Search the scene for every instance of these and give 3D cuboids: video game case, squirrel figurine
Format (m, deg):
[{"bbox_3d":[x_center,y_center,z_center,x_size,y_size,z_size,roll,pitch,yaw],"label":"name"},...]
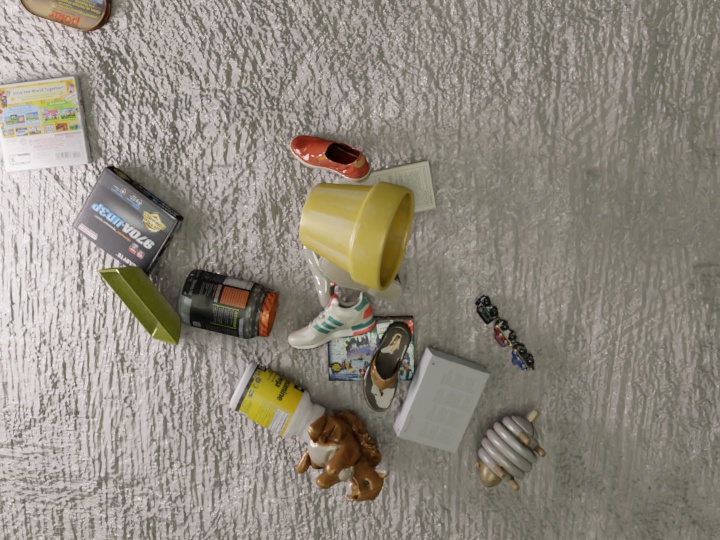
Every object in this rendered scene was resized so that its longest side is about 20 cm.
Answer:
[{"bbox_3d":[-0.697,-0.318,1.492,0.194,0.023,0.188,-5,100,6],"label":"video game case"},{"bbox_3d":[-0.015,0.405,1.481,0.184,0.199,0.144,32,118,20],"label":"squirrel figurine"}]

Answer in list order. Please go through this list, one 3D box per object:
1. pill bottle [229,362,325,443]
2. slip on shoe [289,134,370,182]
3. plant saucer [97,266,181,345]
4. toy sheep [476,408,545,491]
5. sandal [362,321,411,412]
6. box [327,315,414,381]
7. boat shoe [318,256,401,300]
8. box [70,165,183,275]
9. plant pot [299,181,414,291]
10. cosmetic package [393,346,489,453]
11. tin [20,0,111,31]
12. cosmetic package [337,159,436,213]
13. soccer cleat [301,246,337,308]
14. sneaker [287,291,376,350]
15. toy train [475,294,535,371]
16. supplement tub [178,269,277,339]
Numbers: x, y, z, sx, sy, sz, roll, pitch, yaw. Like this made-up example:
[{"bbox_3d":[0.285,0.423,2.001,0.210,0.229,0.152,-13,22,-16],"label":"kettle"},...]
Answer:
[{"bbox_3d":[-0.182,0.299,1.519,0.197,0.113,0.114,28,101,-2],"label":"pill bottle"},{"bbox_3d":[-0.066,-0.244,1.410,0.197,0.062,0.075,26,66,27],"label":"slip on shoe"},{"bbox_3d":[-0.464,0.063,1.463,0.048,0.198,0.202,-43,111,-24],"label":"plant saucer"},{"bbox_3d":[0.331,0.389,1.490,0.138,0.138,0.201,42,90,-4],"label":"toy sheep"},{"bbox_3d":[0.059,0.212,1.474,0.080,0.055,0.204,23,101,0],"label":"sandal"},{"bbox_3d":[0.023,0.174,1.519,0.194,0.040,0.141,-2,99,4],"label":"box"},{"bbox_3d":[0.000,0.000,1.452,0.196,0.060,0.072,22,129,-18],"label":"boat shoe"},{"bbox_3d":[-0.513,-0.106,1.503,0.198,0.046,0.160,36,101,-3],"label":"box"},{"bbox_3d":[-0.011,-0.083,1.335,0.184,0.200,0.206,16,101,16],"label":"plant pot"},{"bbox_3d":[0.177,0.288,1.505,0.147,0.052,0.204,19,101,-18],"label":"cosmetic package"},{"bbox_3d":[-0.621,-0.574,1.433,0.195,0.042,0.115,18,97,1],"label":"tin"},{"bbox_3d":[0.057,-0.164,1.439,0.194,0.073,0.107,-9,100,6],"label":"cosmetic package"},{"bbox_3d":[-0.089,-0.018,1.483,0.075,0.069,0.206,-2,93,10],"label":"soccer cleat"},{"bbox_3d":[-0.067,0.101,1.452,0.194,0.071,0.096,-14,109,2],"label":"sneaker"},{"bbox_3d":[0.316,0.143,1.496,0.045,0.034,0.201,-36,95,13],"label":"toy train"},{"bbox_3d":[-0.285,0.077,1.481,0.194,0.123,0.126,13,101,2],"label":"supplement tub"}]
